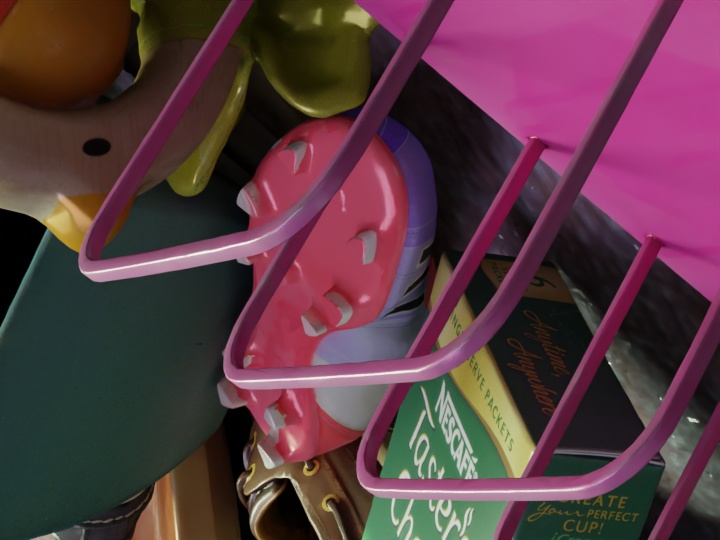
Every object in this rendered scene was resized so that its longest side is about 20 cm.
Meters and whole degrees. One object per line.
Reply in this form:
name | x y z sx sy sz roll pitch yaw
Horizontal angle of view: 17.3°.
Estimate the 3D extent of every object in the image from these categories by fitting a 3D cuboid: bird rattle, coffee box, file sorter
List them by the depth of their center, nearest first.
file sorter | 0.053 0.002 0.572 0.200 0.126 0.139 38 161 -21
bird rattle | -0.089 -0.098 0.681 0.200 0.164 0.112 43 141 -19
coffee box | 0.033 0.108 0.756 0.123 0.044 0.201 -110 32 -58

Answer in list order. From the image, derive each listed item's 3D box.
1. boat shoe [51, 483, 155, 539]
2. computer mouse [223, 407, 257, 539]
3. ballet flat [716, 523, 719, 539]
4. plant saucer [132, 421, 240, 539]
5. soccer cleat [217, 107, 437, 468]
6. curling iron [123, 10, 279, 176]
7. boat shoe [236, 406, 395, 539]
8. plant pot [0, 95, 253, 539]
boat shoe | -0.132 0.039 0.991 0.200 0.072 0.063 -116 24 -43
computer mouse | -0.011 0.142 1.005 0.200 0.046 0.141 36 125 48
ballet flat | 0.136 0.086 0.707 0.069 0.069 0.200 40 157 11
plant saucer | -0.080 0.114 1.013 0.200 0.032 0.202 176 90 -75
soccer cleat | 0.000 0.000 0.798 0.067 0.076 0.200 51 153 19
curling iron | -0.083 -0.081 0.852 0.200 0.026 0.050 36 154 23
boat shoe | -0.017 0.077 0.913 0.200 0.067 0.072 45 164 51
plant pot | -0.120 0.002 0.834 0.141 0.142 0.200 33 -165 25
